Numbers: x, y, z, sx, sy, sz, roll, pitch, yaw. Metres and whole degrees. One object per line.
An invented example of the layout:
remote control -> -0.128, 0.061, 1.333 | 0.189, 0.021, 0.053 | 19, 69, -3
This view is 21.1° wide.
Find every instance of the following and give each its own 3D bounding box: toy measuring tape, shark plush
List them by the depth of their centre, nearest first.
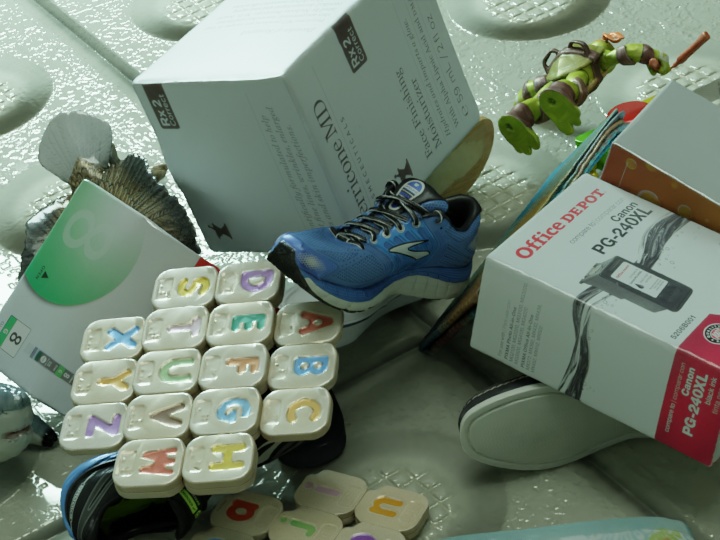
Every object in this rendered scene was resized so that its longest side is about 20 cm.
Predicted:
shark plush -> -0.309, 0.090, 1.474 | 0.090, 0.084, 0.200 | -29, 41, -25
toy measuring tape -> 0.269, -0.122, 1.646 | 0.199, 0.074, 0.074 | -24, 38, -12

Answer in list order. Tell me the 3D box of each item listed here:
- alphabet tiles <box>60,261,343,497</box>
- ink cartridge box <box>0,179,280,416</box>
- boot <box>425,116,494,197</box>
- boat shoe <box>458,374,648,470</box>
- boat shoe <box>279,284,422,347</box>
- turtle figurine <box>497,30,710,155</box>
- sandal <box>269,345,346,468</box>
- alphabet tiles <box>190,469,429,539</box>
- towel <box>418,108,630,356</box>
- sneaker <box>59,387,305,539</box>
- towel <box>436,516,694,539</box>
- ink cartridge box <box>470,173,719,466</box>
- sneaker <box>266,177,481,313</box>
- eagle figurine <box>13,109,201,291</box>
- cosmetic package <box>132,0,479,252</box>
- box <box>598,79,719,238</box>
alphabet tiles -> -0.112, 0.073, 1.359 | 0.194, 0.015, 0.201 | -4, 47, 12
ink cartridge box -> -0.179, 0.045, 1.456 | 0.199, 0.050, 0.162 | 31, 87, 35
boot -> 0.007, -0.089, 1.663 | 0.143, 0.071, 0.201 | 24, 52, 36
boat shoe -> 0.159, 0.089, 1.389 | 0.198, 0.074, 0.060 | -13, 36, -11
boat shoe -> 0.000, 0.000, 1.515 | 0.073, 0.066, 0.200 | 27, 36, 30
turtle figurine -> 0.196, -0.169, 1.687 | 0.199, 0.065, 0.161 | -11, 23, 38
sandal -> -0.060, 0.072, 1.481 | 0.076, 0.043, 0.200 | -19, 38, -14
alphabet tiles -> -0.034, 0.212, 1.310 | 0.194, 0.015, 0.200 | 11, 41, 25
towel -> 0.126, -0.026, 1.482 | 0.022, 0.147, 0.200 | 39, 66, 0
sneaker -> -0.116, 0.146, 1.365 | 0.198, 0.071, 0.083 | -26, 39, -2
towel -> 0.133, 0.235, 1.215 | 0.198, 0.048, 0.172 | -6, 39, -3
ink cartridge box -> 0.197, 0.029, 1.347 | 0.199, 0.084, 0.145 | 27, 41, 25
sneaker -> 0.014, -0.028, 1.402 | 0.199, 0.090, 0.078 | -8, 36, -47
eagle figurine -> -0.199, -0.025, 1.576 | 0.150, 0.153, 0.200 | 10, 30, -9
cosmetic package -> -0.040, -0.134, 1.535 | 0.164, 0.166, 0.200 | 1, 37, 39
box -> 0.276, -0.026, 1.428 | 0.199, 0.125, 0.097 | 33, 50, 18
